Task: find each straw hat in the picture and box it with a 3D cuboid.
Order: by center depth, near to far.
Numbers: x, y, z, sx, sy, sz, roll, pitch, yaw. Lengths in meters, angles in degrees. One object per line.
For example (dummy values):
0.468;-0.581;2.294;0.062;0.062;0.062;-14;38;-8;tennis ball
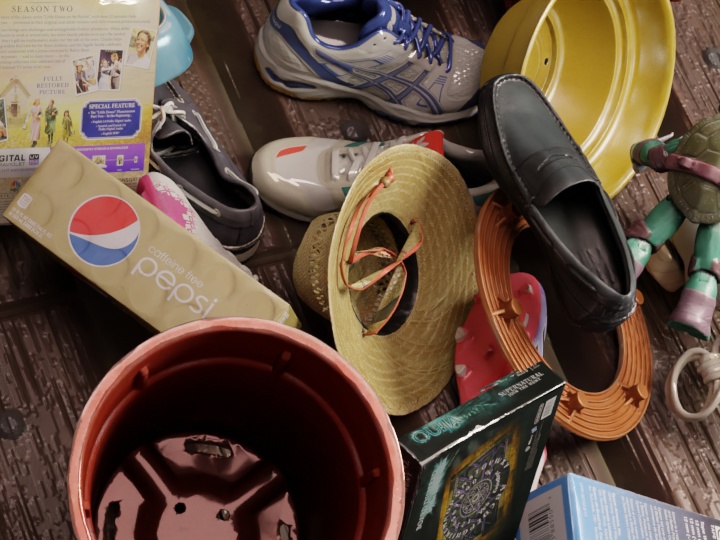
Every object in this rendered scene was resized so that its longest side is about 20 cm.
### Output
0.000;0.000;1.700;0.085;0.201;0.201;6;48;33;straw hat

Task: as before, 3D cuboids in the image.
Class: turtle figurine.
0.251;-0.060;1.727;0.149;0.101;0.201;26;83;25;turtle figurine

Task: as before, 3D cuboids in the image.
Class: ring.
0.152;0.026;1.728;0.200;0.019;0.201;31;45;-37;ring

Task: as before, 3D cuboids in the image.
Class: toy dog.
0.288;0.021;1.792;0.096;0.132;0.201;23;50;-52;toy dog

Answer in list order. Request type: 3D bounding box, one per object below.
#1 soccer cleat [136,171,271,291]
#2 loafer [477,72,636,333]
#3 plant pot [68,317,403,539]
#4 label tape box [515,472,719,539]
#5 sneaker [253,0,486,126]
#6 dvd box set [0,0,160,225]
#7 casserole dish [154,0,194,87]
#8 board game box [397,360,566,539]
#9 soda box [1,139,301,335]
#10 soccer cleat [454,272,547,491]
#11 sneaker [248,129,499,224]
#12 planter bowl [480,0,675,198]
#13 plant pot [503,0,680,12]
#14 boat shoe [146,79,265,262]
-0.099;0.020;1.679;0.086;0.070;0.201;-15;73;-16;soccer cleat
0.142;-0.054;1.676;0.068;0.070;0.201;-18;73;-21;loafer
-0.090;0.150;1.503;0.200;0.195;0.202;3;75;-10;plant pot
0.200;0.234;1.642;0.199;0.066;0.144;21;52;-37;label tape box
0.023;-0.166;1.819;0.199;0.088;0.076;4;57;-17;sneaker
-0.210;-0.133;1.662;0.146;0.201;0.029;-6;18;-36;dvd box set
-0.216;-0.164;1.739;0.199;0.039;0.121;-21;47;-21;casserole dish
0.058;0.162;1.558;0.135;0.201;0.028;-25;53;-38;board game box
-0.139;0.000;1.614;0.200;0.064;0.068;36;83;13;soda box
0.105;0.094;1.709;0.066;0.077;0.201;-13;48;26;soccer cleat
0.021;-0.077;1.761;0.199;0.093;0.071;10;58;-12;sneaker
0.150;-0.149;1.826;0.083;0.201;0.200;20;47;39;planter bowl
0.176;-0.303;1.897;0.200;0.201;0.196;1;68;-17;plant pot
-0.132;-0.098;1.742;0.072;0.063;0.200;-27;70;-26;boat shoe
